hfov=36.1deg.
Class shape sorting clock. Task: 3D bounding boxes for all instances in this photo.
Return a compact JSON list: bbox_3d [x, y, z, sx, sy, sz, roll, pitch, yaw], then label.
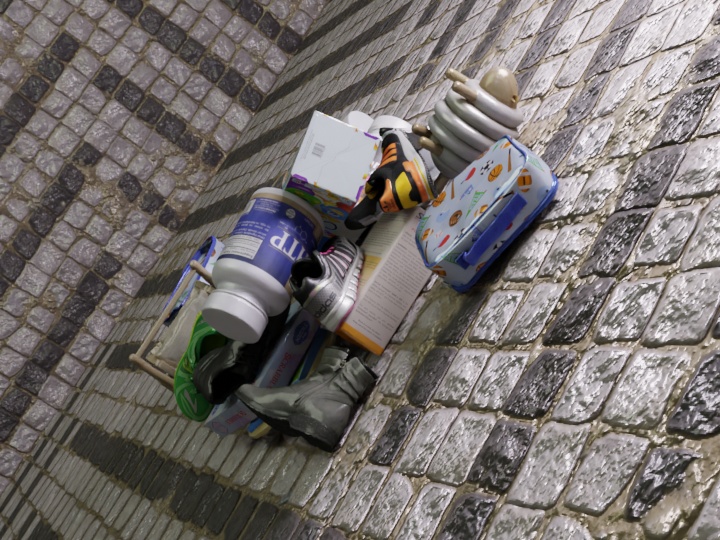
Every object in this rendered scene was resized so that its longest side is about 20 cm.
[{"bbox_3d":[-0.100,0.170,1.652,0.200,0.039,0.200,-50,13,16],"label":"shape sorting clock"}]

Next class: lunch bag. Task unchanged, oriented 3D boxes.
[{"bbox_3d":[-0.261,0.055,2.087,0.124,0.170,0.201,-28,32,45],"label":"lunch bag"},{"bbox_3d":[0.153,-0.068,1.381,0.200,0.075,0.160,-49,20,12],"label":"lunch bag"}]

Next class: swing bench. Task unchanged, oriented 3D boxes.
[{"bbox_3d":[-0.260,0.124,1.882,0.200,0.129,0.200,-58,-20,-13],"label":"swing bench"}]

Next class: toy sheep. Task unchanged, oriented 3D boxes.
[{"bbox_3d":[0.151,-0.193,1.531,0.201,0.137,0.138,-56,15,24],"label":"toy sheep"}]

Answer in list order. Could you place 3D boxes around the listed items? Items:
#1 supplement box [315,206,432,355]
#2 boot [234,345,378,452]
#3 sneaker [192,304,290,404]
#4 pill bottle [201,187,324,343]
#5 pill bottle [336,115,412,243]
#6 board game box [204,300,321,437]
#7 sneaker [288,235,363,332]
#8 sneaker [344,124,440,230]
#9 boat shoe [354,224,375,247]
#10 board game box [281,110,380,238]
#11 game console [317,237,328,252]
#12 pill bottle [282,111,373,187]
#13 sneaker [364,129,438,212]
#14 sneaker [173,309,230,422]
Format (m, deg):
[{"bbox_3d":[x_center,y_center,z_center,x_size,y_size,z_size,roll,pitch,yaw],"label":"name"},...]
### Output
[{"bbox_3d":[0.034,0.010,1.545,0.201,0.073,0.126,-57,18,-6],"label":"supplement box"},{"bbox_3d":[-0.070,0.159,1.493,0.199,0.068,0.131,15,65,43],"label":"boot"},{"bbox_3d":[-0.164,0.116,1.616,0.201,0.076,0.091,-55,25,5],"label":"sneaker"},{"bbox_3d":[-0.141,-0.005,1.559,0.120,0.119,0.201,-24,36,58],"label":"pill bottle"},{"bbox_3d":[0.021,-0.150,1.816,0.116,0.116,0.201,-25,34,58],"label":"pill bottle"},{"bbox_3d":[-0.141,0.142,1.685,0.199,0.041,0.201,-35,21,54],"label":"board game box"},{"bbox_3d":[-0.051,0.000,1.515,0.074,0.087,0.200,-47,19,26],"label":"sneaker"},{"bbox_3d":[0.039,-0.155,1.680,0.199,0.116,0.075,-34,16,-11],"label":"sneaker"},{"bbox_3d":[0.000,0.000,1.675,0.200,0.069,0.057,-54,17,-25],"label":"boat shoe"},{"bbox_3d":[-0.053,-0.133,1.611,0.200,0.102,0.106,132,159,-72],"label":"board game box"},{"bbox_3d":[-0.046,-0.115,1.849,0.201,0.118,0.171,-63,2,-26],"label":"game console"},{"bbox_3d":[-0.046,-0.193,2.048,0.200,0.116,0.117,-43,20,32],"label":"pill bottle"},{"bbox_3d":[0.040,-0.138,1.550,0.089,0.070,0.200,-24,26,-3],"label":"sneaker"},{"bbox_3d":[-0.242,0.152,1.702,0.084,0.074,0.201,-115,36,-59],"label":"sneaker"}]
